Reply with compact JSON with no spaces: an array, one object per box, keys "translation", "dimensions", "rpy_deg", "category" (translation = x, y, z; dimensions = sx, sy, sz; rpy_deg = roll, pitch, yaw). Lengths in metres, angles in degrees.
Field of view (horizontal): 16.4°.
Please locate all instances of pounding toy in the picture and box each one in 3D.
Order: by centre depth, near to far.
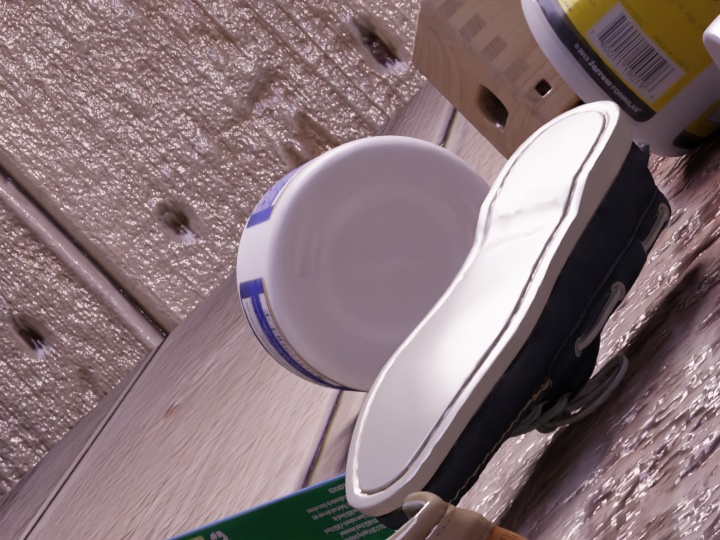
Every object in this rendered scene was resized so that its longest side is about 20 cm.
[{"translation":[0.125,-0.133,1.383],"dimensions":[0.184,0.142,0.200],"rpy_deg":[-45,-6,-7],"category":"pounding toy"}]

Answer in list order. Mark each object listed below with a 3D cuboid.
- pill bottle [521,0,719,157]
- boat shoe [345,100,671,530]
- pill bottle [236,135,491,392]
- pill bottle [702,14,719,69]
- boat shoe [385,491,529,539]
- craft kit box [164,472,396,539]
[{"translation":[0.174,-0.152,1.099],"dimensions":[0.200,0.112,0.112],"rpy_deg":[-42,6,22],"category":"pill bottle"},{"translation":[0.058,0.024,0.893],"dimensions":[0.075,0.062,0.200],"rpy_deg":[-19,31,41],"category":"boat shoe"},{"translation":[0.000,0.000,1.237],"dimensions":[0.120,0.120,0.200],"rpy_deg":[-45,6,-7],"category":"pill bottle"},{"translation":[0.184,-0.100,0.621],"dimensions":[0.200,0.112,0.112],"rpy_deg":[-45,5,4],"category":"pill bottle"},{"translation":[-0.005,0.111,0.677],"dimensions":[0.200,0.068,0.075],"rpy_deg":[-39,7,49],"category":"boat shoe"},{"translation":[-0.104,0.158,0.886],"dimensions":[0.197,0.049,0.200],"rpy_deg":[-39,-13,30],"category":"craft kit box"}]
